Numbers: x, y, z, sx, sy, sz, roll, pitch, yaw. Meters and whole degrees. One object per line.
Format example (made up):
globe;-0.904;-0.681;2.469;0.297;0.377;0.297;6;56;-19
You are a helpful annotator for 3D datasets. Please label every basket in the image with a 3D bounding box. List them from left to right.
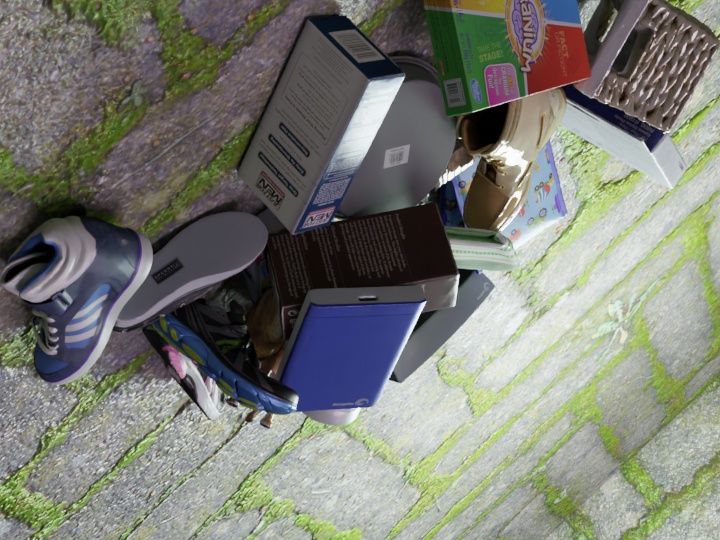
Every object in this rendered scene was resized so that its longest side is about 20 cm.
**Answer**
basket;0.327;-0.255;1.773;0.136;0.122;0.200;-62;-175;16

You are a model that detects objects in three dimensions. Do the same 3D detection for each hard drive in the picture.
hard drive;-0.018;0.089;1.676;0.130;0.026;0.201;-2;143;-21
hard drive;0.068;0.059;1.983;0.200;0.134;0.043;-43;126;-28

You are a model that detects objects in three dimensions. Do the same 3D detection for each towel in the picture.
towel;0.113;-0.025;1.851;0.200;0.151;0.024;50;45;-76

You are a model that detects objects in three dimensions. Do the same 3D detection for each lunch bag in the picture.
lunch bag;0.173;-0.119;1.936;0.150;0.094;0.201;-33;143;-15

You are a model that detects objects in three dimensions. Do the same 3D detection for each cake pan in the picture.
cake pan;0.029;-0.136;1.677;0.199;0.037;0.202;-23;133;-27

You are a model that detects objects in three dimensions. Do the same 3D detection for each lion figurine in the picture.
lion figurine;-0.110;0.100;1.788;0.200;0.072;0.123;107;6;-67

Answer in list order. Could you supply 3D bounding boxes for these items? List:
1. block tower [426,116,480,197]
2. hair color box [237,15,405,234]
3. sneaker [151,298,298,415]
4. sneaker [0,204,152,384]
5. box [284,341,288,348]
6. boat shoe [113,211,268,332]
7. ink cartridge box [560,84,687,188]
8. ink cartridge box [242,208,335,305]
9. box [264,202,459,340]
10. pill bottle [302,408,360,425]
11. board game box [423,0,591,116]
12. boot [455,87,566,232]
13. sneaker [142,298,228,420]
block tower;0.073;-0.125;1.802;0.199;0.054;0.058;-35;153;-16
hair color box;-0.042;-0.147;1.546;0.060;0.100;0.201;-15;144;-46
sneaker;-0.140;0.080;1.652;0.083;0.199;0.071;-47;177;-21
sneaker;-0.304;0.027;1.474;0.146;0.081;0.200;8;128;-49
box;-0.027;0.056;1.920;0.199;0.068;0.082;-38;153;-10
boat shoe;-0.189;0.001;1.615;0.199;0.069;0.057;-29;168;-21
ink cartridge box;0.294;-0.187;1.859;0.044;0.196;0.200;-55;155;-1
ink cartridge box;-0.080;-0.015;1.771;0.119;0.042;0.201;-36;156;-14
box;0.000;0.000;1.673;0.198;0.101;0.075;-11;147;-7
pill bottle;-0.015;0.078;1.800;0.112;0.112;0.202;-14;133;-45
board game box;0.156;-0.259;1.620;0.199;0.155;0.040;-21;-168;-40
boot;0.150;-0.128;1.743;0.155;0.073;0.201;-7;130;-61
sneaker;-0.176;0.102;1.763;0.086;0.080;0.200;-39;156;-11
